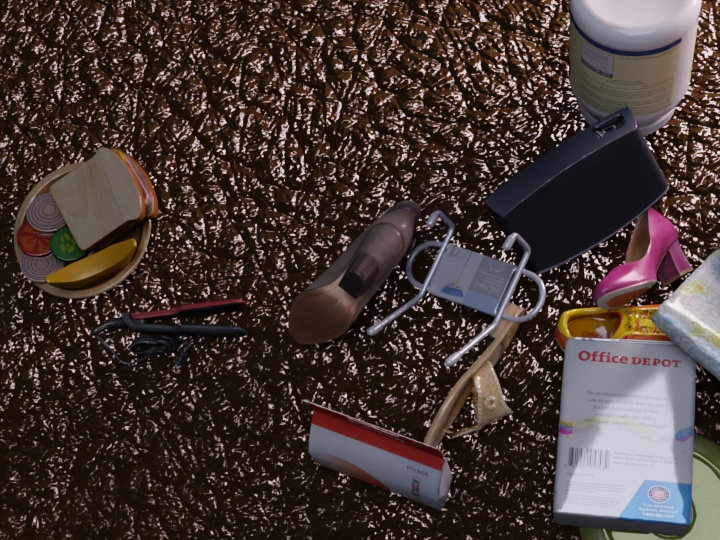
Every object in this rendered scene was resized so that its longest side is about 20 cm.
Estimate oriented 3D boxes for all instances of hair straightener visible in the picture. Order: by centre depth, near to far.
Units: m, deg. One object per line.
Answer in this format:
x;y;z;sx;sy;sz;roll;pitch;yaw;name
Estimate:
-0.236;0.081;1.540;0.200;0.041;0.077;-5;73;7;hair straightener

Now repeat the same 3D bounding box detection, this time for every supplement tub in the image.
0.317;-0.263;1.457;0.145;0.200;0.145;-4;60;6;supplement tub

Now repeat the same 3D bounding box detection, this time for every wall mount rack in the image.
0.107;0.026;1.452;0.200;0.075;0.174;19;79;38;wall mount rack

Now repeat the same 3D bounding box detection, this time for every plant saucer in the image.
0.346;0.274;1.399;0.200;0.031;0.200;-2;74;8;plant saucer

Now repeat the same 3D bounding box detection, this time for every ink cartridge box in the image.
0.293;0.182;1.376;0.144;0.085;0.200;3;71;12;ink cartridge box
0.017;0.208;1.380;0.162;0.200;0.050;19;78;14;ink cartridge box

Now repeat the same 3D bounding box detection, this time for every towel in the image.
0.429;0.066;1.381;0.171;0.048;0.200;39;40;16;towel

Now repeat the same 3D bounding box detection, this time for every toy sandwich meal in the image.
-0.355;-0.062;1.584;0.205;0.070;0.206;-2;74;8;toy sandwich meal

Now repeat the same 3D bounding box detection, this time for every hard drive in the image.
0.260;-0.087;1.463;0.200;0.135;0.042;-33;31;4;hard drive

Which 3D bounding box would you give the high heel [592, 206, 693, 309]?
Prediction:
0.308;-0.019;1.420;0.200;0.067;0.096;-18;73;-42;high heel

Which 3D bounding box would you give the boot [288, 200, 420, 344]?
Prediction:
0.000;0.000;1.499;0.070;0.200;0.146;44;48;-5;boot

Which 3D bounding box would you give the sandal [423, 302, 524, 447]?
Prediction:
0.152;0.140;1.444;0.070;0.078;0.212;28;74;17;sandal

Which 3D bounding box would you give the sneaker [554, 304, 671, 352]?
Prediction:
0.327;0.072;1.436;0.200;0.077;0.073;-7;72;5;sneaker
